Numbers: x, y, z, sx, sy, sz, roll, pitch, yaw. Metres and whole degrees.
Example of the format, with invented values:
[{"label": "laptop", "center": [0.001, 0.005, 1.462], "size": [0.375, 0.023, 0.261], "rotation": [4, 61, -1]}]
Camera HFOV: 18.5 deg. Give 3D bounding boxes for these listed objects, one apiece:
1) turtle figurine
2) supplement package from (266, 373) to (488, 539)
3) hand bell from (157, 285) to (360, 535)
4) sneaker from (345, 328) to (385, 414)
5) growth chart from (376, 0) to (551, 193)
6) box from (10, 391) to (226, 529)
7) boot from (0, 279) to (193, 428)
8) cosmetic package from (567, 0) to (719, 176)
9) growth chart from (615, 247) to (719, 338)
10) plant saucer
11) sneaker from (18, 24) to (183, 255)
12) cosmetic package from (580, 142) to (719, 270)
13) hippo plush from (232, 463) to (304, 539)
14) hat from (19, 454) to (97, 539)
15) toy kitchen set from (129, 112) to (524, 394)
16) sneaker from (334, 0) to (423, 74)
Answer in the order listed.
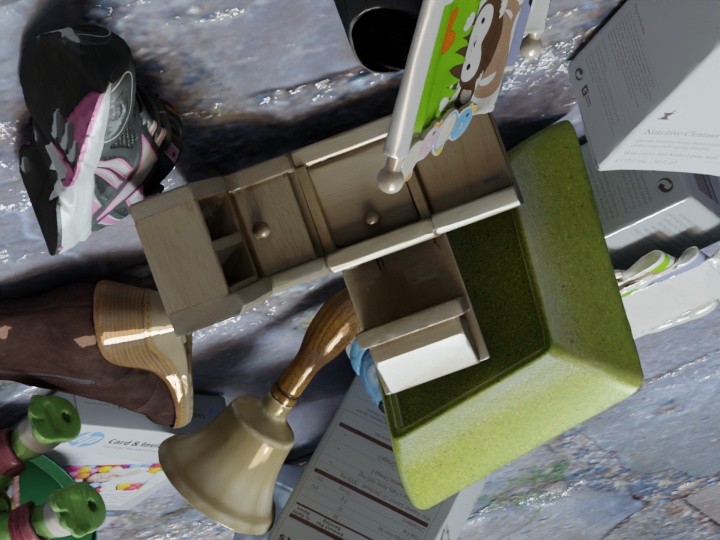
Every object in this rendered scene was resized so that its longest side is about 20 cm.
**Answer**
[{"label": "turtle figurine", "center": [-0.284, 0.163, 1.502], "size": [0.193, 0.144, 0.200], "rotation": [-28, 128, 28]}, {"label": "supplement package", "center": [0.020, 0.176, 1.702], "size": [0.117, 0.201, 0.117], "rotation": [25, 159, 11]}, {"label": "hand bell", "center": [-0.050, 0.085, 1.615], "size": [0.104, 0.104, 0.200], "rotation": [15, 119, -49]}, {"label": "sneaker", "center": [0.092, 0.058, 1.655], "size": [0.199, 0.090, 0.078], "rotation": [-18, 156, 2]}, {"label": "growth chart", "center": [0.063, -0.128, 1.124], "size": [0.200, 0.018, 0.145], "rotation": [-43, 150, -53]}, {"label": "box", "center": [-0.219, 0.151, 1.725], "size": [0.155, 0.041, 0.200], "rotation": [10, 144, -45]}, {"label": "boot", "center": [-0.200, 0.059, 1.534], "size": [0.165, 0.073, 0.200], "rotation": [-2, 156, -1]}, {"label": "cosmetic package", "center": [0.225, -0.141, 1.321], "size": [0.112, 0.082, 0.200], "rotation": [0, 152, -28]}, {"label": "growth chart", "center": [0.187, 0.022, 1.534], "size": [0.199, 0.018, 0.145], "rotation": [-21, 157, 11]}, {"label": "plant saucer", "center": [0.072, 0.025, 1.442], "size": [0.200, 0.201, 0.048], "rotation": [-33, 146, 33]}, {"label": "sneaker", "center": [-0.141, -0.084, 1.249], "size": [0.086, 0.081, 0.200], "rotation": [-21, 166, -19]}, {"label": "cosmetic package", "center": [0.145, -0.027, 1.528], "size": [0.199, 0.072, 0.101], "rotation": [-26, 156, 20]}, {"label": "hippo plush", "center": [-0.031, 0.200, 1.847], "size": [0.160, 0.201, 0.160], "rotation": [7, 147, 9]}, {"label": "hat", "center": [-0.308, 0.239, 1.624], "size": [0.199, 0.176, 0.166], "rotation": [-24, 120, 32]}, {"label": "toy kitchen set", "center": [0.000, 0.000, 1.308], "size": [0.199, 0.164, 0.180], "rotation": [-20, -178, 9]}, {"label": "sneaker", "center": [0.036, -0.142, 1.171], "size": [0.075, 0.107, 0.200], "rotation": [-30, 152, 30]}]
